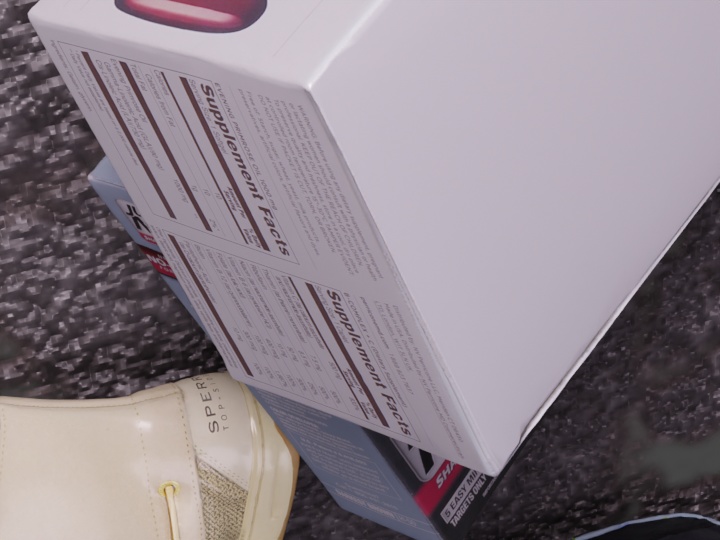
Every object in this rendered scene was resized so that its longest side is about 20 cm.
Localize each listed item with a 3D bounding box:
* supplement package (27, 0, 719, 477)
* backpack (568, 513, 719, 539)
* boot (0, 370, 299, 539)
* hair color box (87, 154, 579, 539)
[{"bbox_3d":[0.032,-0.074,0.675,0.200,0.111,0.156,-50,136,-25],"label":"supplement package"},{"bbox_3d":[0.102,0.189,0.978,0.200,0.163,0.154,-35,142,0],"label":"backpack"},{"bbox_3d":[-0.115,0.125,0.874,0.155,0.073,0.200,-1,126,-25],"label":"boot"},{"bbox_3d":[0.000,0.000,0.799,0.099,0.061,0.200,-54,136,-20],"label":"hair color box"}]
